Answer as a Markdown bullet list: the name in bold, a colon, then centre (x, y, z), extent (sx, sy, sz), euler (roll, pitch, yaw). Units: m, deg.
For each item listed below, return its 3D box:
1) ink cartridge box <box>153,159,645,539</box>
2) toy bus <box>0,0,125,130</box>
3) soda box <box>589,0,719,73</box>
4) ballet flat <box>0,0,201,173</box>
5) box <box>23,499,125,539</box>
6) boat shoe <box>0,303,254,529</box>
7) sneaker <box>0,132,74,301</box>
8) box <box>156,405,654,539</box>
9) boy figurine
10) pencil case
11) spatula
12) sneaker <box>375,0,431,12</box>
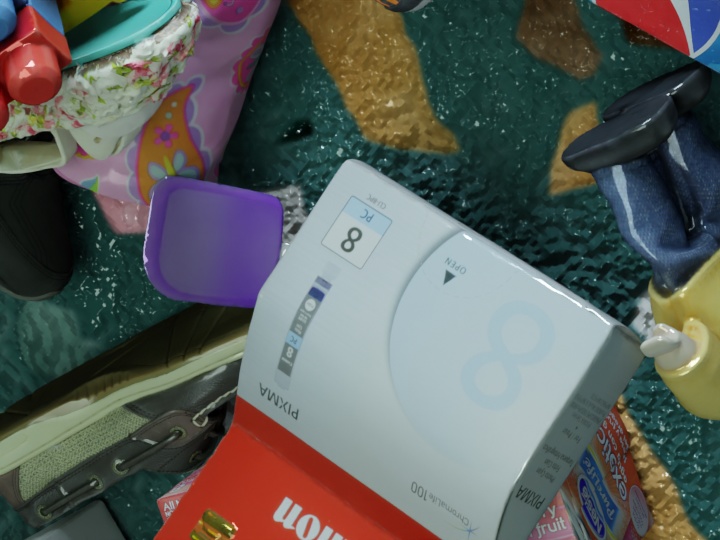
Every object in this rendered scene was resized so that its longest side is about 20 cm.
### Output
- **ink cartridge box**: centre (0.005, 0.073, 1.241), extent (0.160, 0.047, 0.200), euler (33, 89, 32)
- **toy bus**: centre (-0.195, -0.130, 1.229), extent (0.200, 0.136, 0.192), euler (-27, 52, 17)
- **soda box**: centre (0.140, -0.136, 1.226), extent (0.200, 0.068, 0.064), euler (30, 113, 11)
- **ballet flat**: centre (-0.134, -0.078, 1.272), extent (0.200, 0.076, 0.064), euler (-6, 121, 43)
- **box**: centre (-0.198, 0.216, 1.387), extent (0.152, 0.200, 0.106), euler (-29, 93, 27)
- **boat shoe**: centre (-0.095, 0.067, 1.381), extent (0.201, 0.072, 0.066), euler (-25, 108, 22)
- **sneaker**: centre (-0.171, -0.083, 1.363), extent (0.079, 0.075, 0.200), euler (-15, 99, 22)
- **box**: centre (0.021, 0.112, 1.326), extent (0.200, 0.100, 0.096), euler (-16, 99, 25)
- **boy figurine**: centre (0.162, 0.016, 1.232), extent (0.064, 0.124, 0.200), euler (-22, 103, 44)
- **pencil case**: centre (-0.080, -0.128, 1.309), extent (0.087, 0.087, 0.200), euler (23, 112, 14)
- **spatula**: centre (0.000, 0.000, 1.313), extent (0.200, 0.021, 0.057), euler (10, 95, -2)
- **sneaker**: centre (-0.023, -0.206, 1.218), extent (0.078, 0.112, 0.200), euler (-30, 65, 54)
